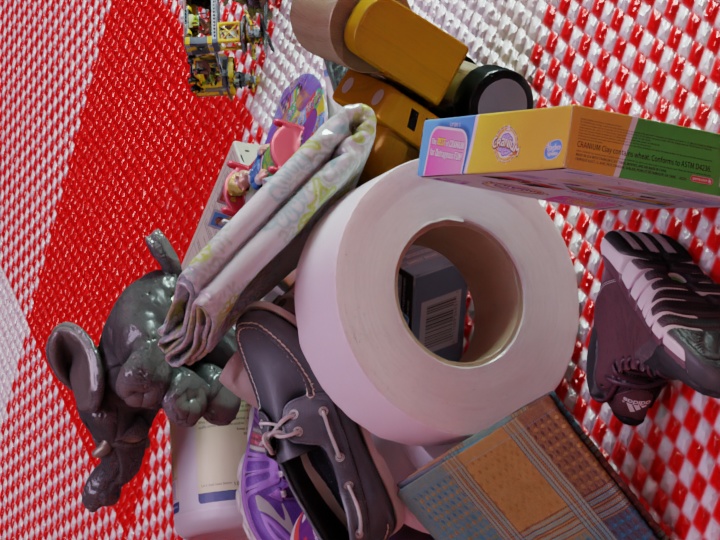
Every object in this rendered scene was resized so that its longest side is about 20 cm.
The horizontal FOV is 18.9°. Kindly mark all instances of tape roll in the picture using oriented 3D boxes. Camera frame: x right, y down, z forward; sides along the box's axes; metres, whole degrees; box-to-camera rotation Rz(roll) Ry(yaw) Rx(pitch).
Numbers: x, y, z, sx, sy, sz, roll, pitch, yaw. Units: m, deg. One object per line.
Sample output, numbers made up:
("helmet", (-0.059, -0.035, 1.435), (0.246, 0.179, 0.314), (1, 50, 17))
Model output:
("tape roll", (0.056, 0.022, 1.545), (0.071, 0.201, 0.204), (-24, 62, 61))

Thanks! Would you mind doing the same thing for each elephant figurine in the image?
("elephant figurine", (-0.195, 0.089, 1.797), (0.200, 0.141, 0.156), (-23, 39, 47))

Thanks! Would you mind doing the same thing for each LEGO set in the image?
("LEGO set", (-0.110, -0.268, 2.115), (0.154, 0.115, 0.201), (82, -175, -64))

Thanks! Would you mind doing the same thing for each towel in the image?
("towel", (-0.067, -0.021, 1.595), (0.200, 0.048, 0.171), (-47, -3, -20))
("towel", (0.120, 0.172, 1.487), (0.147, 0.022, 0.200), (51, 143, 0))

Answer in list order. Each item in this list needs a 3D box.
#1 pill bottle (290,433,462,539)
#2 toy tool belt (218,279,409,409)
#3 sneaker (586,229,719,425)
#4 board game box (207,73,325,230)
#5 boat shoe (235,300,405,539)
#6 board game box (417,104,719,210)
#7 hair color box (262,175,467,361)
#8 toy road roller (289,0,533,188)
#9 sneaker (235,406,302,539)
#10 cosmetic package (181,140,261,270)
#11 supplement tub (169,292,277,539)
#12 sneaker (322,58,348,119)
("pill bottle", (0.030, 0.178, 1.656), (0.200, 0.112, 0.113), (-56, 36, 44))
("toy tool belt", (-0.014, 0.060, 1.646), (0.125, 0.123, 0.200), (-48, -2, -38))
("sneaker", (0.199, 0.062, 1.399), (0.200, 0.075, 0.116), (-112, 32, -63))
("board game box", (-0.088, -0.079, 1.876), (0.158, 0.039, 0.201), (-127, 56, -65))
("boat shoe", (-0.038, 0.117, 1.553), (0.073, 0.062, 0.201), (-19, 103, 46))
("board game box", (0.149, -0.072, 1.429), (0.200, 0.152, 0.041), (2, 84, 64))
("hair color box", (0.000, 0.000, 1.737), (0.200, 0.060, 0.100), (34, 131, 43))
("toy road roller", (0.021, -0.126, 1.663), (0.146, 0.200, 0.123), (-58, 28, -1))
("sneaker", (-0.061, 0.140, 1.762), (0.083, 0.080, 0.201), (133, 133, -75))
("cosmetic package", (-0.112, -0.010, 2.047), (0.201, 0.073, 0.104), (-65, 31, 34))
("supplement tub", (-0.094, 0.129, 1.877), (0.145, 0.144, 0.201), (-27, 64, 60))
("sneaker", (0.005, -0.139, 1.852), (0.073, 0.071, 0.201), (90, 177, -56))
